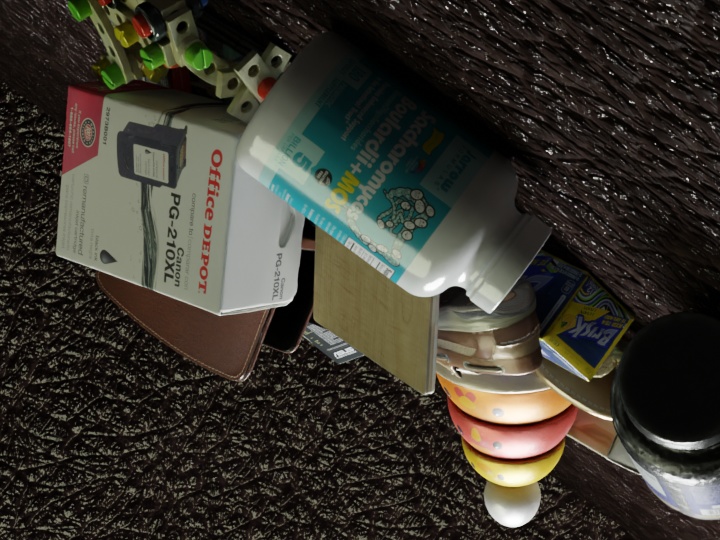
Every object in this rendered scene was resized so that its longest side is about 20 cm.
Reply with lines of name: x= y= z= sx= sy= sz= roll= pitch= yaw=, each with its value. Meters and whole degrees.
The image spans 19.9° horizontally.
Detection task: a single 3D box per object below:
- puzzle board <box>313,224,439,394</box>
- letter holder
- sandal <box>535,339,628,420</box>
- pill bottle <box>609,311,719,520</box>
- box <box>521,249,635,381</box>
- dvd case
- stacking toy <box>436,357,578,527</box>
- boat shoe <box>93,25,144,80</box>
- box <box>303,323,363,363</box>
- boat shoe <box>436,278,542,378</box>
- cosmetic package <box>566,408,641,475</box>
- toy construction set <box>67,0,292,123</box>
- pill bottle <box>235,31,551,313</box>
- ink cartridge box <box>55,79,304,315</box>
puzzle board: x=0.015 y=-0.026 z=1.526 sx=0.017 sy=0.200 sz=0.151 roll=-14 pitch=-151 yaw=-32
letter holder: x=-0.111 y=0.000 z=1.724 sx=0.200 sy=0.142 sz=0.100 roll=31 pitch=-166 yaw=37
sandal: x=0.239 y=0.088 z=1.599 sx=0.211 sy=0.078 sz=0.070 roll=30 pitch=143 yaw=4
pill bottle: x=0.226 y=0.095 z=1.367 sx=0.112 sy=0.112 sz=0.200 roll=35 pitch=174 yaw=22
box: x=0.121 y=0.015 z=1.620 sx=0.070 sy=0.064 sz=0.200 roll=40 pitch=173 yaw=-35
dvd case: x=-0.106 y=-0.137 z=1.663 sx=0.200 sy=0.022 sz=0.146 roll=34 pitch=146 yaw=32
stacking toy: x=0.130 y=0.131 z=1.721 sx=0.146 sy=0.146 sz=0.200 roll=31 pitch=134 yaw=48
boat shoe: x=-0.174 y=-0.171 z=1.920 sx=0.200 sy=0.068 sz=0.072 roll=40 pitch=176 yaw=-18
box: x=0.000 y=0.000 z=1.805 sx=0.200 sy=0.044 sz=0.160 roll=-23 pitch=129 yaw=41
boat shoe: x=0.072 y=0.047 z=1.554 sx=0.200 sy=0.076 sz=0.072 roll=7 pitch=120 yaw=66
cosmetic package: x=0.209 y=0.117 z=1.793 sx=0.105 sy=0.071 sz=0.200 roll=24 pitch=-178 yaw=-30
toy construction set: x=-0.145 y=-0.173 z=1.564 sx=0.200 sy=0.092 sz=0.131 roll=24 pitch=144 yaw=35
pill bottle: x=0.026 y=-0.058 z=1.348 sx=0.200 sy=0.111 sz=0.111 roll=36 pitch=175 yaw=1
ink cartridge box: x=-0.143 y=-0.061 z=1.626 sx=0.200 sy=0.145 sz=0.084 roll=18 pitch=-162 yaw=39
